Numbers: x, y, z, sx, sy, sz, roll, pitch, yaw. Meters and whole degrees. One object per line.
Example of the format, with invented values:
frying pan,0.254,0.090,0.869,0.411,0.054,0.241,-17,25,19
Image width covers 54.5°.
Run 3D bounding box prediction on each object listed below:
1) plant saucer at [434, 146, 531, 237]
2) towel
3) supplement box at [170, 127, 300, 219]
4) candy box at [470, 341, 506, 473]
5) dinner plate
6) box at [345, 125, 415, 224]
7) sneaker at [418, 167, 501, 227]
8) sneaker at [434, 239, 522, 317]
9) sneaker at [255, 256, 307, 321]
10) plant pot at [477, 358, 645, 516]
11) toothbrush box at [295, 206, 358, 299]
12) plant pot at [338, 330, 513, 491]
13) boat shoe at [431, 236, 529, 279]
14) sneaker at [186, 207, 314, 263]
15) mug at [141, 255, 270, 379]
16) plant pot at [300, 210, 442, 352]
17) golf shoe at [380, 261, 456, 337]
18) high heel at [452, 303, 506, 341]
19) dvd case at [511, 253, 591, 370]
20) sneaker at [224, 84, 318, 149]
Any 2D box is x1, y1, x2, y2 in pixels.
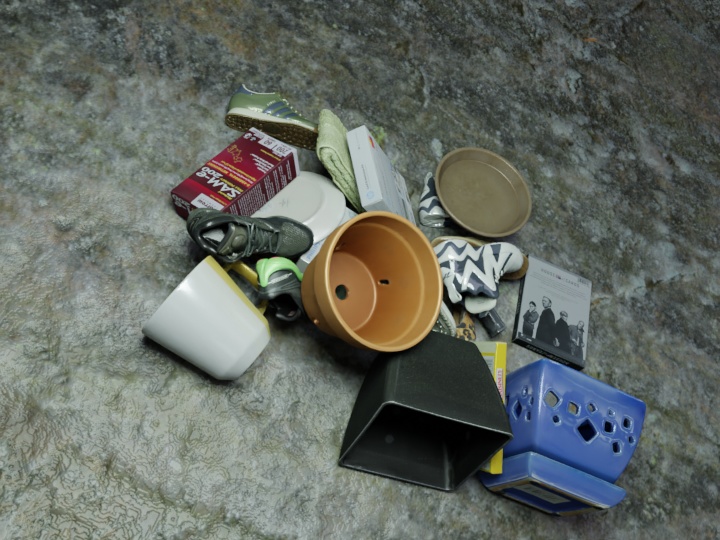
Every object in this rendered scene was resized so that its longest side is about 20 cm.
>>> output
plant saucer,0.230,-0.146,1.327,0.200,0.029,0.200,8,62,-15
towel,-0.016,-0.186,1.261,0.200,0.036,0.149,50,25,-35
supplement box,-0.209,-0.151,1.188,0.109,0.061,0.200,29,58,25
candy box,0.193,0.214,1.117,0.026,0.102,0.200,6,83,-21
dinner plate,-0.126,-0.111,1.201,0.200,0.024,0.200,-5,48,5
box,0.044,-0.141,1.253,0.041,0.200,0.156,-20,63,15
sneaker,0.210,-0.147,1.380,0.199,0.080,0.130,4,69,-9
sneaker,0.217,0.021,1.218,0.199,0.079,0.130,8,63,-41
sneaker,-0.104,0.046,1.109,0.200,0.077,0.084,33,58,-52
plant pot,0.309,0.278,1.119,0.200,0.200,0.180,24,62,-9
toothbrush box,0.000,0.000,1.209,0.200,0.085,0.147,33,54,-1
plant pot,0.096,0.200,1.080,0.199,0.200,0.178,17,47,-13
boat shoe,0.220,-0.029,1.336,0.200,0.071,0.065,13,23,-15
sneaker,-0.162,-0.046,1.070,0.199,0.076,0.114,10,16,-21
mug,-0.207,0.069,1.049,0.153,0.149,0.187,41,74,-6
plant pot,0.003,0.025,1.038,0.200,0.140,0.201,7,76,-31
golf shoe,0.100,0.023,1.144,0.097,0.078,0.200,-33,81,-40
high heel,0.157,0.076,1.240,0.200,0.071,0.143,-19,70,-39
dvd case,0.375,0.078,1.358,0.150,0.025,0.200,24,56,-9
sneaker,-0.150,-0.298,1.322,0.200,0.067,0.090,12,64,-12
